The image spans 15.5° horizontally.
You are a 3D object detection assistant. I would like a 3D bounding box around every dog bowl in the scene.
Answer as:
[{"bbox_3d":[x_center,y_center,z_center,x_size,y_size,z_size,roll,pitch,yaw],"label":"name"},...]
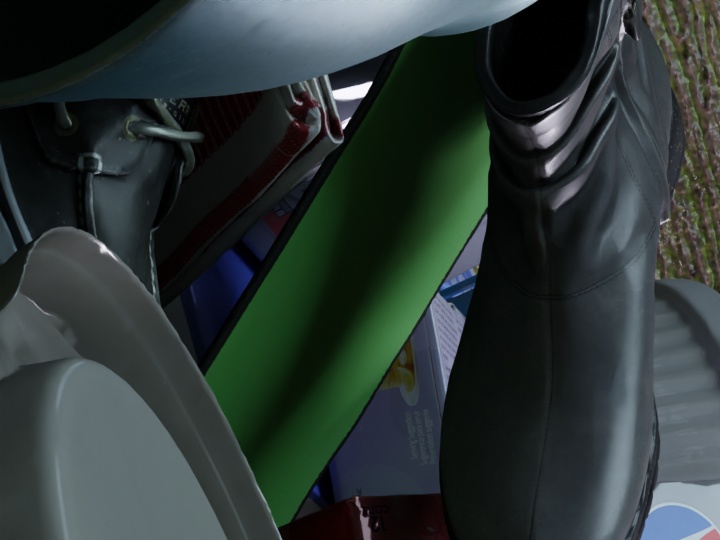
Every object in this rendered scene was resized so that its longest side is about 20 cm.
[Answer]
[{"bbox_3d":[-0.056,0.093,0.582,0.200,0.058,0.201,-22,90,-81],"label":"dog bowl"}]

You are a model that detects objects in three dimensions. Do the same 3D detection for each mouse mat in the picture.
[{"bbox_3d":[0.000,0.000,0.816,0.008,0.201,0.161,30,-4,18],"label":"mouse mat"}]

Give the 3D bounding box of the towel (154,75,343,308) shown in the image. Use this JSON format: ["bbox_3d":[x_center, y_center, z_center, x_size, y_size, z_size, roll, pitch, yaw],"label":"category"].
[{"bbox_3d":[-0.072,-0.099,0.795,0.144,0.023,0.201,-41,-117,53],"label":"towel"}]

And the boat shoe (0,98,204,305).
[{"bbox_3d":[-0.078,-0.042,0.719,0.072,0.071,0.201,49,22,-66],"label":"boat shoe"}]

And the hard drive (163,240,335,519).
[{"bbox_3d":[-0.058,-0.014,0.925,0.132,0.025,0.201,50,21,-64],"label":"hard drive"}]

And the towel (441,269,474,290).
[{"bbox_3d":[0.021,-0.074,1.562,0.147,0.024,0.201,33,37,-74],"label":"towel"}]

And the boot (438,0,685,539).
[{"bbox_3d":[0.053,-0.015,0.773,0.132,0.069,0.201,72,22,-57],"label":"boot"}]

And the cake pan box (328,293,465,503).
[{"bbox_3d":[0.032,0.108,0.990,0.200,0.052,0.185,43,39,-77],"label":"cake pan box"}]

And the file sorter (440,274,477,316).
[{"bbox_3d":[0.072,0.022,1.287,0.200,0.138,0.123,57,11,-54],"label":"file sorter"}]

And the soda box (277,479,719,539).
[{"bbox_3d":[0.061,0.107,0.860,0.199,0.070,0.064,0,73,-37],"label":"soda box"}]

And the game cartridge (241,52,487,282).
[{"bbox_3d":[0.015,-0.047,0.923,0.041,0.133,0.200,61,5,26],"label":"game cartridge"}]

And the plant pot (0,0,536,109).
[{"bbox_3d":[-0.029,-0.132,0.625,0.188,0.199,0.201,3,64,-56],"label":"plant pot"}]

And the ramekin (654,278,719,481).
[{"bbox_3d":[0.100,0.107,1.137,0.200,0.104,0.202,176,-90,-71],"label":"ramekin"}]
